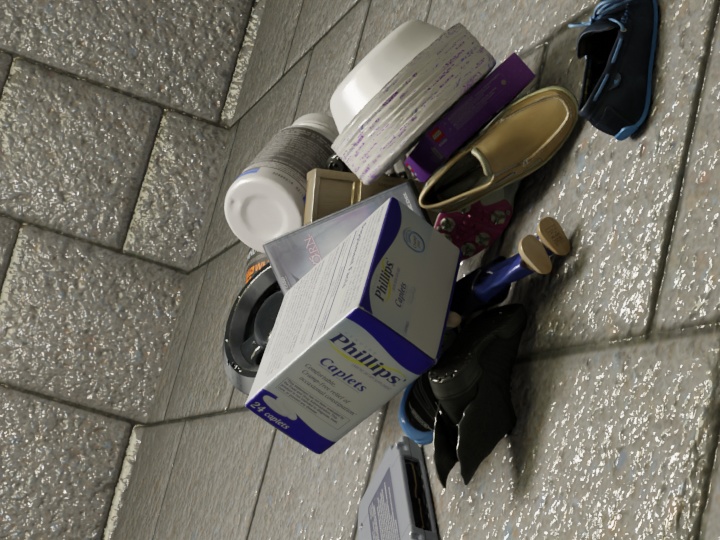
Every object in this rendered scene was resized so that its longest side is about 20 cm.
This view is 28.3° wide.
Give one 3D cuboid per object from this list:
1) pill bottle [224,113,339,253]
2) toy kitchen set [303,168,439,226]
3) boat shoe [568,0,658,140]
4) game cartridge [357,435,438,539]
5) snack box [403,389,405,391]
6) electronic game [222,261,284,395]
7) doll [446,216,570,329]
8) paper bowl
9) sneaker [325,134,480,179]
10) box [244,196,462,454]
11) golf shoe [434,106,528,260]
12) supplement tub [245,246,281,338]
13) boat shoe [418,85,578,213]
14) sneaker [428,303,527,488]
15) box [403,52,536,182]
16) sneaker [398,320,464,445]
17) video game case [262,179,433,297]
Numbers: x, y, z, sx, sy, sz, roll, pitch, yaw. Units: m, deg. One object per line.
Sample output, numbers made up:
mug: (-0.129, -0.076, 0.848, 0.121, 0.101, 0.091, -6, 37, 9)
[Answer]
pill bottle: (-0.085, -0.117, 1.839, 0.114, 0.114, 0.200, -59, -1, 39)
toy kitchen set: (0.012, -0.020, 1.735, 0.180, 0.199, 0.164, 165, 111, -72)
boat shoe: (0.246, -0.222, 1.388, 0.084, 0.068, 0.201, 125, 157, -47)
game cartridge: (0.037, 0.295, 1.597, 0.133, 0.041, 0.200, -60, 19, 26)
snack box: (0.021, 0.105, 1.714, 0.200, 0.116, 0.037, -148, 77, -74)
electronic game: (-0.096, 0.063, 1.758, 0.200, 0.042, 0.201, -24, 50, 33)
doll: (0.132, 0.013, 1.480, 0.200, 0.049, 0.136, -35, 3, 46)
paper bowl: (0.046, -0.196, 1.582, 0.201, 0.104, 0.201, -45, 1, 1)
sneaker: (0.056, -0.147, 1.807, 0.091, 0.199, 0.067, -81, -23, -72)
box: (-0.005, 0.058, 1.482, 0.200, 0.105, 0.184, -42, 20, 36)
golf shoe: (0.145, -0.100, 1.621, 0.200, 0.075, 0.092, -57, 11, 22)
supplement tub: (-0.092, 0.027, 1.886, 0.123, 0.122, 0.201, 132, 145, -56)
boat shoe: (0.145, -0.120, 1.516, 0.200, 0.072, 0.076, -40, -7, 26)
sneaker: (0.122, 0.120, 1.422, 0.060, 0.105, 0.200, -10, 20, 37)
box: (0.121, -0.171, 1.637, 0.137, 0.039, 0.200, -42, 0, -7)
sneaker: (0.096, 0.098, 1.582, 0.083, 0.071, 0.200, -23, 43, 40)
video game case: (0.000, 0.000, 1.605, 0.200, 0.143, 0.019, -22, 4, 25)
